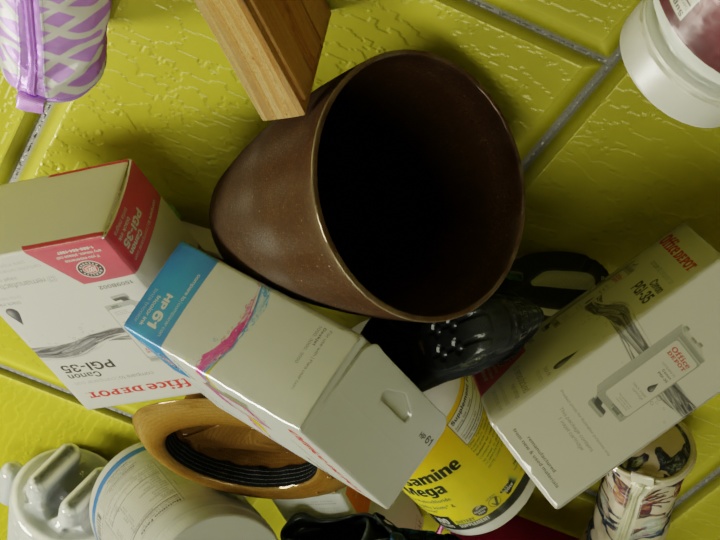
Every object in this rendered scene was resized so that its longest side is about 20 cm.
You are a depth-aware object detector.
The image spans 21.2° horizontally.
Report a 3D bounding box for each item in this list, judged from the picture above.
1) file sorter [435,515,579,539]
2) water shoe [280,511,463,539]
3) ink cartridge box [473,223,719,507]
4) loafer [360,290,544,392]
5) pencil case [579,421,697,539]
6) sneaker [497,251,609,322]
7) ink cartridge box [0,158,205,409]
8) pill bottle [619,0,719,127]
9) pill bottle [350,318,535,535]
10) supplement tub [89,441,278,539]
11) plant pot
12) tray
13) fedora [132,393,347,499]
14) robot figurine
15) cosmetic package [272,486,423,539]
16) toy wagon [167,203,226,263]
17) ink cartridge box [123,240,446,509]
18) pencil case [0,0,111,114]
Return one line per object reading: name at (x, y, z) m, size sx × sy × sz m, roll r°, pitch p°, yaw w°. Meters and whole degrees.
file sorter at (0.153, 0.320, 1.788) m, size 0.200 × 0.139 × 0.125 m, roll 22°, pitch 108°, yaw -12°
water shoe at (0.026, 0.250, 1.660) m, size 0.200 × 0.072 × 0.079 m, roll -1°, pitch 143°, yaw 17°
ink cartridge box at (0.190, 0.064, 1.392) m, size 0.200 × 0.147 × 0.083 m, roll -36°, pitch 100°, yaw 5°
loafer at (0.063, 0.053, 1.433) m, size 0.070 × 0.068 × 0.201 m, roll -9°, pitch 175°, yaw -29°
pencil case at (0.240, 0.204, 1.690) m, size 0.078 × 0.089 × 0.200 m, roll 10°, pitch 142°, yaw 4°
sneaker at (0.091, 0.034, 1.522) m, size 0.200 × 0.076 × 0.115 m, roll 9°, pitch 141°, yaw 1°
ink cartridge box at (-0.196, 0.015, 1.512) m, size 0.146 × 0.083 × 0.200 m, roll -10°, pitch 137°, yaw 26°
pill bottle at (0.248, -0.179, 1.163) m, size 0.114 × 0.114 × 0.200 m, roll 23°, pitch 142°, yaw -14°
pill bottle at (0.057, 0.129, 1.626) m, size 0.112 × 0.113 × 0.200 m, roll -16°, pitch 134°, yaw 33°
supplement tub at (-0.159, 0.242, 1.736) m, size 0.132 × 0.132 × 0.200 m, roll 37°, pitch 178°, yaw -29°
plant pot at (-0.018, -0.048, 1.383) m, size 0.187 × 0.187 × 0.200 m, roll 37°, pitch 154°, yaw -29°
tray at (-0.076, -0.201, 1.244) m, size 0.037 × 0.099 × 0.200 m, roll -6°, pitch 139°, yaw 23°
fedora at (-0.091, 0.124, 1.619) m, size 0.200 × 0.082 × 0.201 m, roll 11°, pitch 151°, yaw 6°
robot figurine at (-0.289, 0.250, 1.886) m, size 0.170 × 0.113 × 0.200 m, roll 37°, pitch 146°, yaw 16°
cosmetic package at (-0.009, 0.219, 1.773) m, size 0.071 × 0.101 × 0.200 m, roll -3°, pitch 141°, yaw 20°
toy wagon at (-0.134, 0.008, 1.585) m, size 0.200 × 0.040 × 0.155 m, roll -13°, pitch 137°, yaw 30°
ink cartridge box at (-0.054, 0.076, 1.409) m, size 0.200 × 0.085 × 0.145 m, roll 25°, pitch 166°, yaw 39°
pencil case at (-0.210, -0.201, 1.297) m, size 0.084 × 0.086 × 0.200 m, roll 9°, pitch 144°, yaw 3°
